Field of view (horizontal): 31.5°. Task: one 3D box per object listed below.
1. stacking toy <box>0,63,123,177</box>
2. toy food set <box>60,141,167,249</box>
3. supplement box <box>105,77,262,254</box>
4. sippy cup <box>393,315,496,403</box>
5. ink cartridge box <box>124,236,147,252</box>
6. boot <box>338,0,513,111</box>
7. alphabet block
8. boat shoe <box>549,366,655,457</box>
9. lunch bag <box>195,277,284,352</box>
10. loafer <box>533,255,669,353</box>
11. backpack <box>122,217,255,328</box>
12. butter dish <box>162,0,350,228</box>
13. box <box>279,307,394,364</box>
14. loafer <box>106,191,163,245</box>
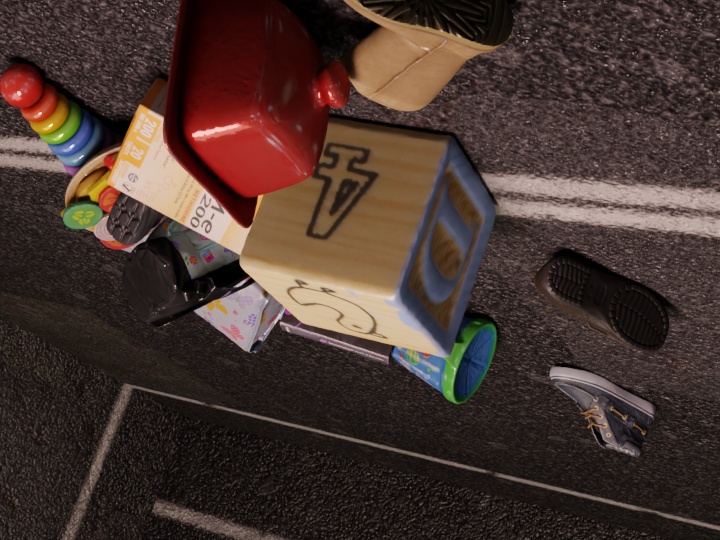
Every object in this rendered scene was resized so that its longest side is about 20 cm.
[{"bbox_3d":[-0.390,-0.192,1.645,0.085,0.086,0.200,10,157,33],"label":"stacking toy"},{"bbox_3d":[-0.295,-0.101,1.698,0.197,0.049,0.199,-36,148,23],"label":"toy food set"},{"bbox_3d":[-0.182,-0.118,1.503,0.199,0.074,0.126,28,126,-7],"label":"supplement box"},{"bbox_3d":[0.123,0.118,1.970,0.130,0.140,0.179,23,142,26],"label":"sippy cup"},{"bbox_3d":[-0.343,-0.060,2.088,0.195,0.044,0.200,18,166,2],"label":"ink cartridge box"},{"bbox_3d":[0.021,-0.206,1.114,0.174,0.067,0.200,25,165,-15],"label":"boot"},{"bbox_3d":[0.014,-0.040,1.435,0.198,0.198,0.195,12,161,27],"label":"alphabet block"},{"bbox_3d":[0.385,0.228,2.060,0.199,0.092,0.071,25,164,-16],"label":"boat shoe"},{"bbox_3d":[-0.191,0.016,1.874,0.169,0.127,0.201,34,141,8],"label":"lunch bag"},{"bbox_3d":[0.300,0.037,1.594,0.199,0.073,0.071,31,171,-19],"label":"loafer"},{"bbox_3d":[-0.205,-0.022,1.682,0.166,0.199,0.127,-23,94,55],"label":"backpack"},{"bbox_3d":[-0.081,-0.165,1.183,0.146,0.202,0.200,-3,157,19],"label":"butter dish"},{"bbox_3d":[0.000,0.000,1.569,0.142,0.202,0.036,17,161,10],"label":"box"},{"bbox_3d":[-0.255,-0.119,1.608,0.068,0.201,0.070,39,-152,7],"label":"loafer"}]
